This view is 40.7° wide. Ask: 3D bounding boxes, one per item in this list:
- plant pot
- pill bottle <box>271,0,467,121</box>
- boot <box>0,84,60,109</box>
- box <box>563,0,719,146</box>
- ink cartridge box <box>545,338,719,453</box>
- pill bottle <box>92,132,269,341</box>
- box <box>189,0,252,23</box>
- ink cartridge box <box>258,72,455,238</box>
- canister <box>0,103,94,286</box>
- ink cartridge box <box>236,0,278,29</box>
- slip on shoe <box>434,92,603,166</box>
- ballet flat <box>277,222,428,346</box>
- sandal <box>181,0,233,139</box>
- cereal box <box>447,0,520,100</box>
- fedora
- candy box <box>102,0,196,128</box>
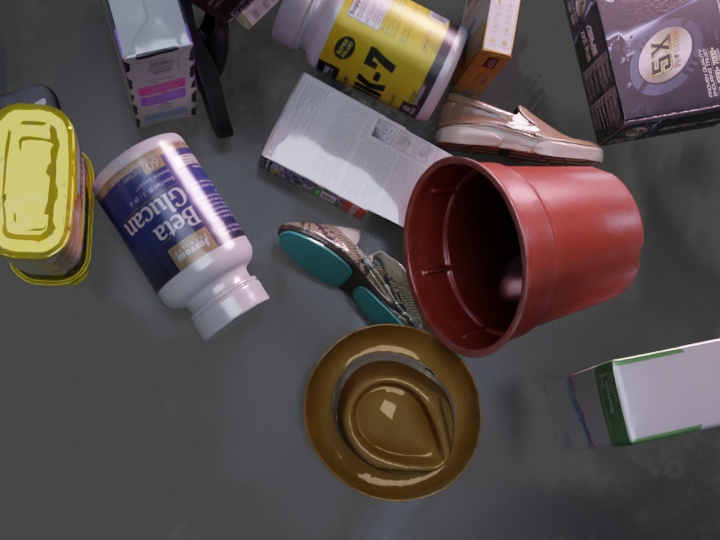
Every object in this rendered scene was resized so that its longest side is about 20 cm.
[{"bbox_3d":[0.180,-0.026,1.023,0.193,0.200,0.203,-9,82,-31],"label":"plant pot"},{"bbox_3d":[0.009,-0.259,1.081,0.198,0.114,0.115,25,77,-4],"label":"pill bottle"},{"bbox_3d":[-0.402,-0.142,0.984,0.199,0.132,0.070,-33,86,-13],"label":"boot"},{"bbox_3d":[0.348,-0.267,1.153,0.162,0.086,0.203,-10,82,-10],"label":"box"},{"bbox_3d":[0.298,0.134,1.020,0.143,0.200,0.085,-10,79,-11],"label":"ink cartridge box"},{"bbox_3d":[-0.182,-0.032,1.012,0.110,0.111,0.201,-33,87,-13],"label":"pill bottle"},{"bbox_3d":[-0.123,-0.375,0.875,0.163,0.165,0.202,29,58,-25],"label":"box"},{"bbox_3d":[-0.003,-0.123,1.090,0.198,0.050,0.110,28,77,-5],"label":"ink cartridge box"},{"bbox_3d":[-0.310,-0.068,0.947,0.085,0.200,0.151,2,83,-11],"label":"canister"},{"bbox_3d":[-0.129,-0.374,1.051,0.145,0.048,0.200,-43,63,4],"label":"ink cartridge box"},{"bbox_3d":[0.185,-0.159,1.117,0.197,0.076,0.061,8,86,0],"label":"slip on shoe"},{"bbox_3d":[0.000,0.000,1.069,0.199,0.068,0.076,40,55,-7],"label":"ballet flat"},{"bbox_3d":[-0.161,-0.241,1.035,0.047,0.075,0.202,-20,125,-11],"label":"sandal"},{"bbox_3d":[0.148,-0.310,1.098,0.039,0.144,0.203,12,78,-7],"label":"cereal box"},{"bbox_3d":[0.038,0.156,1.012,0.198,0.082,0.204,0,96,-4],"label":"fedora"},{"bbox_3d":[-0.224,-0.262,0.998,0.071,0.200,0.170,-16,82,-11],"label":"candy box"}]
